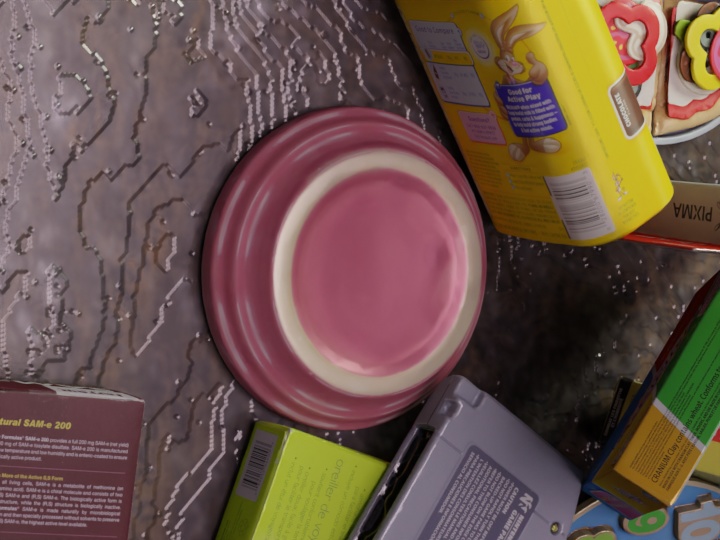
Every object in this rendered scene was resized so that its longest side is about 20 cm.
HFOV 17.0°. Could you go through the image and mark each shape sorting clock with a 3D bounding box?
[{"bbox_3d":[0.186,0.228,1.592,0.199,0.039,0.201,-9,115,-20],"label":"shape sorting clock"}]

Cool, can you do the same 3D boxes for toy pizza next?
[{"bbox_3d":[0.206,-0.184,1.601,0.199,0.032,0.202,-3,96,-30],"label":"toy pizza"}]

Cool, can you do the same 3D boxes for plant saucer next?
[{"bbox_3d":[0.000,0.000,1.486,0.199,0.051,0.202,-3,95,-30],"label":"plant saucer"}]

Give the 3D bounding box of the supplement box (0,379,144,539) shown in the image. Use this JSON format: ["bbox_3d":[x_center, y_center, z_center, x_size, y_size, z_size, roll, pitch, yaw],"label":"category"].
[{"bbox_3d":[-0.194,0.165,1.380,0.108,0.061,0.202,7,92,-31],"label":"supplement box"}]

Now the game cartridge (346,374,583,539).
[{"bbox_3d":[0.054,0.183,1.488,0.133,0.041,0.201,38,73,-24],"label":"game cartridge"}]

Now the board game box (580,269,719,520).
[{"bbox_3d":[0.196,0.073,1.453,0.040,0.200,0.154,31,82,4],"label":"board game box"}]

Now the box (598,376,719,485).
[{"bbox_3d":[0.255,0.118,1.555,0.075,0.199,0.050,25,82,-45],"label":"box"}]

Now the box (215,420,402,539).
[{"bbox_3d":[0.005,0.181,1.507,0.199,0.048,0.123,23,84,-31],"label":"box"}]

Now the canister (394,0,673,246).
[{"bbox_3d":[0.101,-0.121,1.480,0.086,0.148,0.201,-34,113,-23],"label":"canister"}]

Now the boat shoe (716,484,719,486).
[{"bbox_3d":[0.259,0.145,1.641,0.084,0.069,0.202,1,94,-30],"label":"boat shoe"}]

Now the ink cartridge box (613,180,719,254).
[{"bbox_3d":[0.220,-0.035,1.525,0.172,0.200,0.044,6,93,-31],"label":"ink cartridge box"}]
